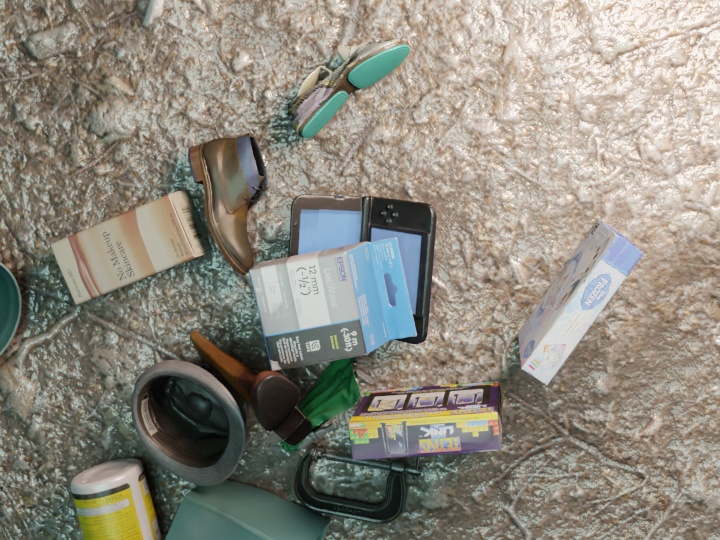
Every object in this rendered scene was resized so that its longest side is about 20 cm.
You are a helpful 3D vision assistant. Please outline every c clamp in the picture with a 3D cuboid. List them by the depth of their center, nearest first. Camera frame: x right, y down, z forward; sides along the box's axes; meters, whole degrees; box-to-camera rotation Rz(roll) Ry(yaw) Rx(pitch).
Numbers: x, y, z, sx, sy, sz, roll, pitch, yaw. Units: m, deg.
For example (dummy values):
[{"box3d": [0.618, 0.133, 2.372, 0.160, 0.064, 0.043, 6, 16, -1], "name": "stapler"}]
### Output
[{"box3d": [-0.005, 0.301, 1.337, 0.200, 0.027, 0.171, 3, 115, 10], "name": "c clamp"}]

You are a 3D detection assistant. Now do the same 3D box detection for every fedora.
[{"box3d": [-0.239, 0.214, 1.332, 0.200, 0.090, 0.177, 25, 109, 15], "name": "fedora"}]

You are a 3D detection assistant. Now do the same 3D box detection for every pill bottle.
[{"box3d": [-0.367, 0.401, 1.379, 0.111, 0.111, 0.200, -12, 96, 11], "name": "pill bottle"}]

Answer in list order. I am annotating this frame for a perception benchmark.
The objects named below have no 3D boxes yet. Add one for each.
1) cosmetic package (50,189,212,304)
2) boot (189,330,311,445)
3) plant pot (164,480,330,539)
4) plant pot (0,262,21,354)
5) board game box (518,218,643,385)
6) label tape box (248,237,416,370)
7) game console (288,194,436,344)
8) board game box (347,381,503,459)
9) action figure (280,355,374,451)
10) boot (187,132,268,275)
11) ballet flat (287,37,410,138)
[{"box3d": [-0.334, -0.035, 1.319, 0.200, 0.087, 0.103, -22, 95, 12], "name": "cosmetic package"}, {"box3d": [-0.162, 0.140, 1.246, 0.200, 0.188, 0.068, 39, 81, 27], "name": "boot"}, {"box3d": [-0.177, 0.405, 1.339, 0.200, 0.141, 0.141, 27, 102, 12], "name": "plant pot"}, {"box3d": [-0.635, 0.051, 1.345, 0.134, 0.200, 0.201, 21, 103, 33], "name": "plant pot"}, {"box3d": [0.278, 0.034, 1.167, 0.043, 0.200, 0.199, 34, 103, 2], "name": "board game box"}, {"box3d": [-0.036, 0.045, 1.215, 0.200, 0.066, 0.143, -10, 98, 9], "name": "label tape box"}, {"box3d": [0.000, 0.000, 1.246, 0.171, 0.118, 0.200, 10, 102, 35], "name": "game console"}, {"box3d": [0.096, 0.206, 1.243, 0.200, 0.165, 0.057, -6, 98, 11], "name": "board game box"}, {"box3d": [-0.056, 0.201, 1.310, 0.055, 0.118, 0.200, 28, 121, -24], "name": "action figure"}, {"box3d": [-0.171, -0.099, 1.289, 0.097, 0.075, 0.200, -20, 93, 15], "name": "boot"}, {"box3d": [-0.026, -0.270, 1.245, 0.200, 0.072, 0.072, -38, 91, 12], "name": "ballet flat"}]
